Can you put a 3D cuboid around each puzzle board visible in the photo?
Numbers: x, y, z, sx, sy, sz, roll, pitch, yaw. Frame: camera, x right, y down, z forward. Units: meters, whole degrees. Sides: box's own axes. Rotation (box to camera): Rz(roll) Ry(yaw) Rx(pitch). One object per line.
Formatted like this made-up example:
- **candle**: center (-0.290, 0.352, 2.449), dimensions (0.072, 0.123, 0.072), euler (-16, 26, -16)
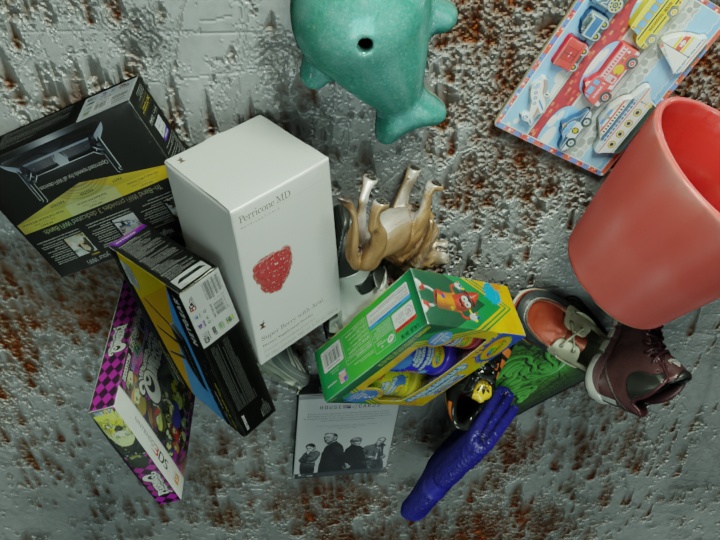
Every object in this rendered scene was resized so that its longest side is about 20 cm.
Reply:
- **puzzle board**: center (0.248, -0.196, 0.733), dimensions (0.148, 0.018, 0.201), euler (20, 128, -18)

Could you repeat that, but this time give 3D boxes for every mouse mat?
- **mouse mat**: center (0.249, 0.125, 1.018), dimensions (0.198, 0.008, 0.161), euler (-33, 125, 25)

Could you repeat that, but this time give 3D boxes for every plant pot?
- **plant pot**: center (0.325, -0.045, 0.764), dimensions (0.197, 0.203, 0.178), euler (18, 137, -17)

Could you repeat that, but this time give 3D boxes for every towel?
- **towel**: center (0.143, 0.264, 1.043), dimensions (0.049, 0.148, 0.201), euler (38, 127, 7)

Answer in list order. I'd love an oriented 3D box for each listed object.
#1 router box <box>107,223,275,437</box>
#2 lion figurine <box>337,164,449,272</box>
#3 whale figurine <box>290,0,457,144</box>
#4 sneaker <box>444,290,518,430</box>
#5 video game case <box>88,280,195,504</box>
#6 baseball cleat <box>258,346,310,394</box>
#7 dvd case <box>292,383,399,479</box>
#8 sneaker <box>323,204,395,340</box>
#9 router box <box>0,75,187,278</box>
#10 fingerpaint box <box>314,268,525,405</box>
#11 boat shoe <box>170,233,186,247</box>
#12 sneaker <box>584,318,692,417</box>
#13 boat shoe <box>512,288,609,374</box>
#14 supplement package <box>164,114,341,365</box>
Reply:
- **router box**: center (-0.176, 0.063, 0.778), dimensions (0.051, 0.148, 0.203), euler (-37, 131, -27)
- **lion figurine**: center (0.029, -0.038, 0.779), dimensions (0.198, 0.072, 0.124), euler (-14, 131, -47)
- **whale figurine**: center (0.016, -0.194, 0.665), dimensions (0.156, 0.105, 0.202), euler (-18, 130, 13)
- **sneaker**: center (0.163, 0.121, 0.948), dimensions (0.069, 0.091, 0.202), euler (14, 126, -9)
- **video game case**: center (-0.250, 0.141, 0.880), dimensions (0.035, 0.202, 0.183), euler (-12, 130, 6)
- **baseball cleat**: center (-0.101, 0.087, 0.927), dimensions (0.069, 0.108, 0.200), euler (16, 166, 21)
- **dvd case**: center (-0.023, 0.235, 1.076), dimensions (0.147, 0.025, 0.202), euler (-1, 132, -10)
- **sneaker**: center (0.000, 0.000, 0.860), dimensions (0.087, 0.075, 0.202), euler (-4, 140, -7)
- **router box**: center (-0.277, -0.092, 0.774), dimensions (0.197, 0.053, 0.158), euler (-18, 130, 13)
- **fingerpaint box**: center (0.068, 0.090, 0.883), dimensions (0.165, 0.074, 0.200), euler (10, 142, -39)
- **boat shoe**: center (-0.198, 0.032, 0.879), dimensions (0.071, 0.061, 0.202), euler (-20, 129, 16)
- **sneaker**: center (0.351, 0.079, 0.863), dimensions (0.075, 0.115, 0.203), euler (17, 96, -29)
- **boat shoe**: center (0.267, 0.086, 0.925), dimensions (0.199, 0.062, 0.072), euler (33, 91, -30)
- **supplement package**: center (-0.104, -0.031, 0.761), dimensions (0.120, 0.119, 0.203), euler (-32, 139, -28)
